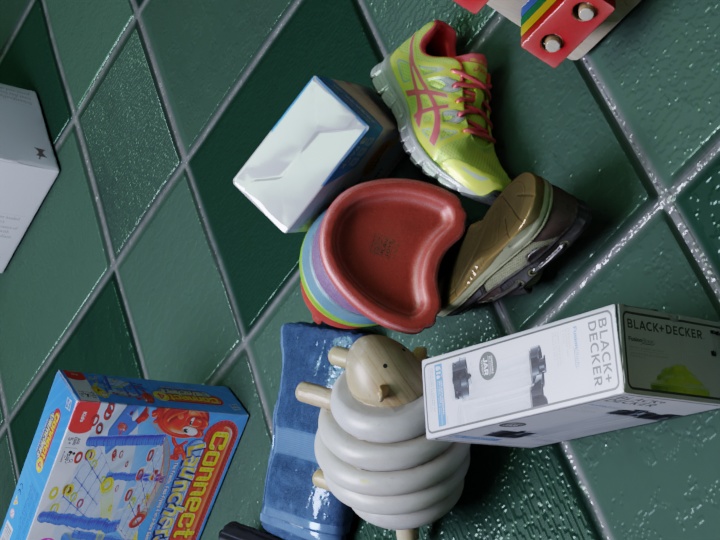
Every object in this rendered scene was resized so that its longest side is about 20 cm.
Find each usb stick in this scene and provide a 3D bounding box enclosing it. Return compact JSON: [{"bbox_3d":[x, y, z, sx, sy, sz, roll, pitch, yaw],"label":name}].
[{"bbox_3d":[-0.063,0.270,1.328,0.033,0.056,0.199,-44,28,-26],"label":"usb stick"}]

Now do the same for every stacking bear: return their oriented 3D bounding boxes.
[{"bbox_3d":[0.000,0.000,1.234,0.200,0.113,0.122,137,153,-73],"label":"stacking bear"}]

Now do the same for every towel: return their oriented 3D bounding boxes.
[{"bbox_3d":[-0.040,0.147,1.325,0.111,0.048,0.202,7,88,52],"label":"towel"}]

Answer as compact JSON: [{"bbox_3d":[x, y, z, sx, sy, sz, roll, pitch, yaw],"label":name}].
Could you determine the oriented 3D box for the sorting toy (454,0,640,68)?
[{"bbox_3d":[0.143,-0.250,1.038,0.199,0.199,0.070,-43,27,38],"label":"sorting toy"}]

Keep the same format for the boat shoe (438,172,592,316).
[{"bbox_3d":[0.114,-0.007,1.141,0.200,0.064,0.074,134,153,-61],"label":"boat shoe"}]

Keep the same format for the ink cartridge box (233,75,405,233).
[{"bbox_3d":[-0.020,-0.099,1.266,0.068,0.200,0.115,43,104,10],"label":"ink cartridge box"}]

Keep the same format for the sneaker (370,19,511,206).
[{"bbox_3d":[0.078,-0.136,1.213,0.090,0.078,0.201,-47,51,23],"label":"sneaker"}]

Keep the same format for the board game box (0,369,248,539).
[{"bbox_3d":[-0.235,0.206,1.446,0.056,0.195,0.201,42,115,48],"label":"board game box"}]

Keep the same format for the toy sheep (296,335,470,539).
[{"bbox_3d":[0.024,0.137,1.161,0.138,0.137,0.201,40,150,49],"label":"toy sheep"}]

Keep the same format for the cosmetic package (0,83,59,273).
[{"bbox_3d":[-0.525,-0.131,1.927,0.200,0.164,0.166,-53,45,30],"label":"cosmetic package"}]

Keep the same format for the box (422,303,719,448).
[{"bbox_3d":[0.149,0.079,1.036,0.199,0.116,0.061,-21,66,48],"label":"box"}]
